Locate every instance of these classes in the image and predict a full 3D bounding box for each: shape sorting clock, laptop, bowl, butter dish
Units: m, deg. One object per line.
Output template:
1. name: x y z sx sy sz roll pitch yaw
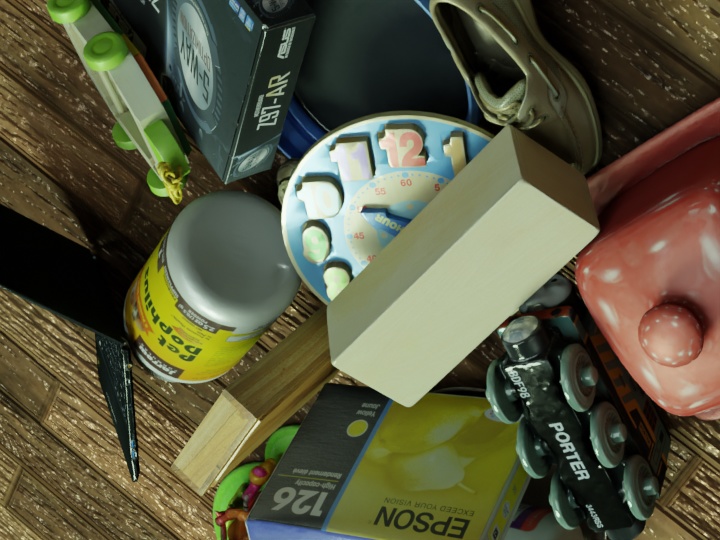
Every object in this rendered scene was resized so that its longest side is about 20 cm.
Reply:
1. shape sorting clock: 0.040 -0.027 1.286 0.198 0.039 0.201 5 124 8
2. laptop: -0.252 0.054 1.481 0.177 0.102 0.202 -122 28 -59
3. bowl: 0.000 -0.145 1.300 0.199 0.039 0.202 19 132 23
4. butter dish: 0.227 0.015 1.186 0.199 0.148 0.201 -32 95 40

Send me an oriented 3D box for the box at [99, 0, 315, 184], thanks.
1. box: -0.117 -0.190 1.301 0.201 0.043 0.161 54 146 25

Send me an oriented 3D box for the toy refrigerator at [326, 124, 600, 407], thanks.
1. toy refrigerator: 0.067 -0.002 1.239 0.076 0.070 0.200 29 122 -26

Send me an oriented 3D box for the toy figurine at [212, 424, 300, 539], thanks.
1. toy figurine: -0.102 0.251 1.492 0.149 0.184 0.201 30 126 15

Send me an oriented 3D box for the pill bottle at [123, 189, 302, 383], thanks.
1. pill bottle: -0.124 0.022 1.414 0.109 0.109 0.200 48 150 2

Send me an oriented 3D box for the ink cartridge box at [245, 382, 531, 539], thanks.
1. ink cartridge box: 0.018 0.174 1.329 0.196 0.201 0.047 4 134 30

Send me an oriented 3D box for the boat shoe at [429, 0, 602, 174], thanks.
1. boat shoe: 0.102 -0.128 1.212 0.072 0.065 0.201 -1 136 36

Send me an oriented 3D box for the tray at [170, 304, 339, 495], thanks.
1. tray: -0.058 0.086 1.368 0.037 0.200 0.099 41 128 6

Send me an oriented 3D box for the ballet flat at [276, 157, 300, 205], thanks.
1. ballet flat: 0.000 0.000 1.362 0.200 0.046 0.067 52 149 -16

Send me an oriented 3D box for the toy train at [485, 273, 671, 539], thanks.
1. toy train: 0.158 0.097 1.270 0.085 0.114 0.201 -14 122 31

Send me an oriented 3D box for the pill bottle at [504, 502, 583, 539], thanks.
1. pill bottle: 0.063 0.222 1.380 0.199 0.111 0.112 11 119 28

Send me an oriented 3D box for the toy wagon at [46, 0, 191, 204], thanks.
1. toy wagon: -0.172 -0.125 1.366 0.200 0.039 0.156 50 168 39

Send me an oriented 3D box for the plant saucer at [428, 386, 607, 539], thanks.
1. plant saucer: 0.108 0.177 1.418 0.199 0.032 0.202 15 121 25
